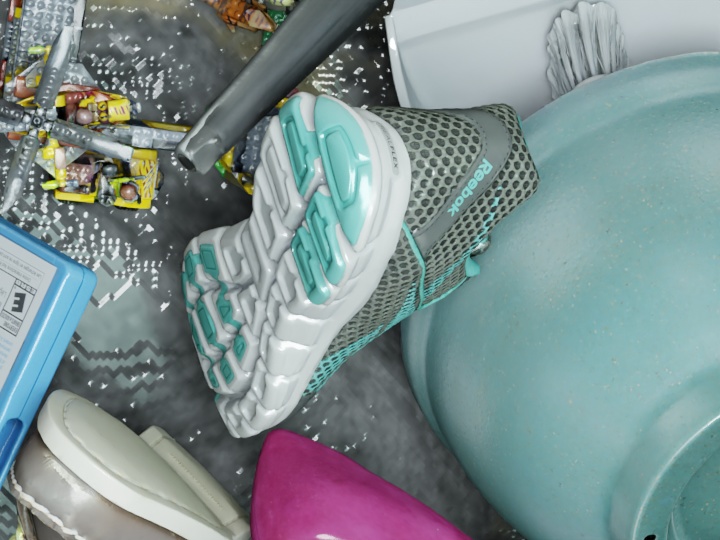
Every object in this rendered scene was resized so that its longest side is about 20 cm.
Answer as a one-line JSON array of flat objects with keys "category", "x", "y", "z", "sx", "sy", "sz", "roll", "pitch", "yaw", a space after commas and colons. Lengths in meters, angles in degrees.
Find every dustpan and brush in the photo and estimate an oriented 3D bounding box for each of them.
[{"category": "dustpan and brush", "x": 0.095, "y": -0.028, "z": 0.948, "sx": 0.139, "sy": 0.057, "sz": 0.200, "roll": -15, "pitch": 136, "yaw": 1}]

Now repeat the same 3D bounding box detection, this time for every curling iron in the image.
[{"category": "curling iron", "x": 0.013, "y": -0.097, "z": 0.855, "sx": 0.200, "sy": 0.026, "sz": 0.050, "roll": -41, "pitch": 95, "yaw": -25}]

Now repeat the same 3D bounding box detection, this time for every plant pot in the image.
[{"category": "plant pot", "x": 0.128, "y": 0.043, "z": 0.900, "sx": 0.199, "sy": 0.134, "sz": 0.201, "roll": -10, "pitch": 129, "yaw": -12}]

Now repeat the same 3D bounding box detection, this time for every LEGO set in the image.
[{"category": "LEGO set", "x": -0.055, "y": -0.108, "z": 0.860, "sx": 0.153, "sy": 0.116, "sz": 0.201, "roll": 15, "pitch": 96, "yaw": -19}]

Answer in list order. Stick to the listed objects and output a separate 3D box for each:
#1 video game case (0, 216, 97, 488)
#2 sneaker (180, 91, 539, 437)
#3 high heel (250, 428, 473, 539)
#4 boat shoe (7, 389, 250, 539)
[{"category": "video game case", "x": -0.178, "y": 0.065, "z": 0.851, "sx": 0.018, "sy": 0.143, "sz": 0.201, "roll": 22, "pitch": 94, "yaw": -52}, {"category": "sneaker", "x": 0.000, "y": 0.000, "z": 0.868, "sx": 0.091, "sy": 0.200, "sz": 0.078, "roll": -11, "pitch": 74, "yaw": -24}, {"category": "high heel", "x": 0.053, "y": 0.111, "z": 0.910, "sx": 0.199, "sy": 0.097, "sz": 0.067, "roll": 16, "pitch": 140, "yaw": -33}, {"category": "boat shoe", "x": -0.084, "y": 0.086, "z": 0.857, "sx": 0.060, "sy": 0.200, "sz": 0.072, "roll": -45, "pitch": 81, "yaw": -1}]
